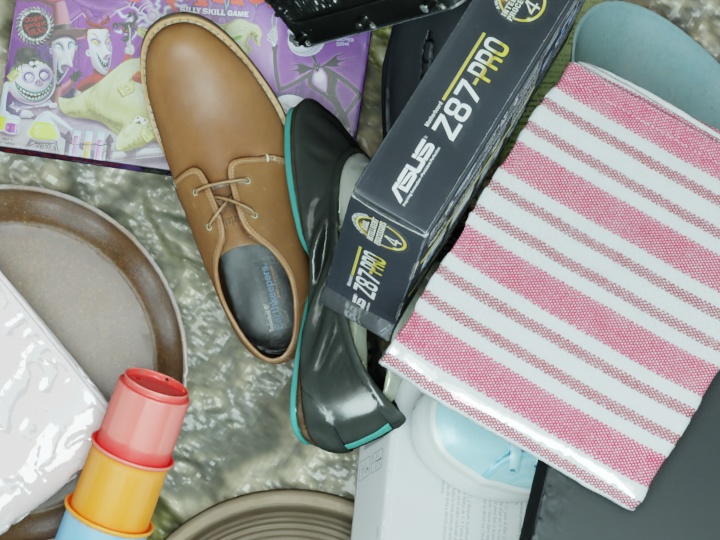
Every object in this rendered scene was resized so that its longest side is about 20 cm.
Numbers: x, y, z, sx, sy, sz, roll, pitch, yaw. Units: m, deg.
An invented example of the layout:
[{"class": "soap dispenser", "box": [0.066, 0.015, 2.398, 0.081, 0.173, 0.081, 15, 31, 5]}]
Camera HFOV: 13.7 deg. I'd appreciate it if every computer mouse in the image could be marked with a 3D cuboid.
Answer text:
[{"class": "computer mouse", "box": [0.066, -0.094, 1.629, 0.140, 0.046, 0.200, 15, 86, 32]}]

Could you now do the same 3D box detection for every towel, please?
[{"class": "towel", "box": [0.119, 0.005, 1.473, 0.146, 0.030, 0.200, 30, 69, 8]}, {"class": "towel", "box": [-0.261, 0.076, 1.623, 0.200, 0.032, 0.191, -39, 86, -2]}]

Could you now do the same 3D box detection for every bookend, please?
[{"class": "bookend", "box": [0.186, 0.118, 1.497, 0.200, 0.092, 0.199, 14, 68, 1]}]

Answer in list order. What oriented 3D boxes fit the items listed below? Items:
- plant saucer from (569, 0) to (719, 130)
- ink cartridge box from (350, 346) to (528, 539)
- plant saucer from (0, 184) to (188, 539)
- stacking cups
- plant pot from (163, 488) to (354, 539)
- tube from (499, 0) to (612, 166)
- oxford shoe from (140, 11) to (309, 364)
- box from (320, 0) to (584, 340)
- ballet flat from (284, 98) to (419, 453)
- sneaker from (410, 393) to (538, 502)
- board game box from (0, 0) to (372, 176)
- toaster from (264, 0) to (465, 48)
[{"class": "plant saucer", "box": [0.168, -0.050, 1.604, 0.039, 0.201, 0.201, -33, 86, 32]}, {"class": "ink cartridge box", "box": [0.080, 0.154, 1.609, 0.176, 0.045, 0.200, 18, 61, -23]}, {"class": "plant saucer", "box": [-0.194, 0.053, 1.656, 0.200, 0.034, 0.201, 0, 87, 1]}, {"class": "stacking cups", "box": [-0.137, 0.151, 1.609, 0.060, 0.061, 0.200, 24, 104, 2]}, {"class": "plant pot", "box": [-0.038, 0.218, 1.616, 0.200, 0.093, 0.201, 0, 86, -1]}, {"class": "tube", "box": [0.107, -0.089, 1.660, 0.058, 0.052, 0.200, 7, 81, -31]}, {"class": "oxford shoe", "box": [-0.067, -0.044, 1.620, 0.071, 0.071, 0.200, -20, 100, 10]}, {"class": "box", "box": [0.054, -0.078, 1.510, 0.049, 0.161, 0.200, 29, 71, 6]}, {"class": "ballet flat", "box": [0.000, 0.000, 1.599, 0.068, 0.068, 0.200, -10, 71, 21]}, {"class": "sneaker", "box": [0.127, 0.082, 1.589, 0.200, 0.082, 0.074, 7, 65, -27]}, {"class": "board game box", "box": [-0.097, -0.112, 1.671, 0.200, 0.032, 0.120, 7, 82, 1]}, {"class": "toaster", "box": [-0.018, -0.227, 1.562, 0.200, 0.181, 0.119, 50, 65, -16]}]
